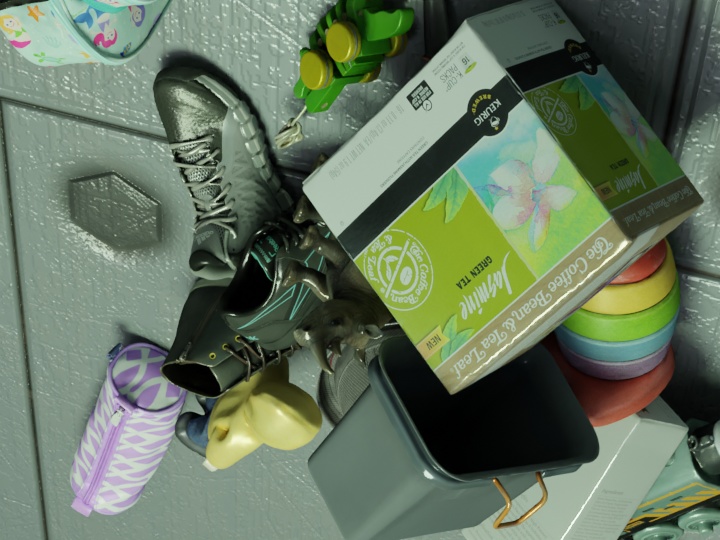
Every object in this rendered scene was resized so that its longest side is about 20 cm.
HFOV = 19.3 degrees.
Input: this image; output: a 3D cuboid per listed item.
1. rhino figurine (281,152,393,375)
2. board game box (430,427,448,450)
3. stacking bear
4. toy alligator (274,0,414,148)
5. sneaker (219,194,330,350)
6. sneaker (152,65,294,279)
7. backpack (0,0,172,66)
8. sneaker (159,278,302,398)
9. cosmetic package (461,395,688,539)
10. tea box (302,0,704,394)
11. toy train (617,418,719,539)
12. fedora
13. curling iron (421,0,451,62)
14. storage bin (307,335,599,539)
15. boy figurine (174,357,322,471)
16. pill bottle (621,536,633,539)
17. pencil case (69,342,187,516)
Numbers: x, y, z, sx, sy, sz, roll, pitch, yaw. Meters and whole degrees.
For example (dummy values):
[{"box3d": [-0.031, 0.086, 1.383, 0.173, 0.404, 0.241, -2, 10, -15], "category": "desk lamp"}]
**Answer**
[{"box3d": [-0.010, 0.002, 1.600, 0.087, 0.201, 0.060, 21, 134, -13], "category": "rhino figurine"}, {"box3d": [0.104, 0.118, 1.756, 0.103, 0.019, 0.200, -36, 137, -4], "category": "board game box"}, {"box3d": [0.195, 0.002, 1.659, 0.113, 0.122, 0.201, -18, 133, -15], "category": "stacking bear"}, {"box3d": [-0.023, -0.164, 1.630, 0.200, 0.059, 0.055, -40, 67, 49], "category": "toy alligator"}, {"box3d": [-0.038, -0.022, 1.697, 0.079, 0.075, 0.201, 22, 106, -50], "category": "sneaker"}, {"box3d": [-0.119, -0.062, 1.723, 0.074, 0.116, 0.201, -8, 130, 34], "category": "sneaker"}, {"box3d": [-0.204, -0.249, 1.525, 0.149, 0.178, 0.201, 3, 139, 28], "category": "backpack"}, {"box3d": [-0.073, 0.060, 1.837, 0.198, 0.107, 0.075, -6, 132, 27], "category": "sneaker"}, {"box3d": [0.177, 0.176, 1.770, 0.074, 0.102, 0.201, 12, 118, -43], "category": "cosmetic package"}, {"box3d": [0.102, -0.055, 1.543, 0.197, 0.133, 0.200, 53, 125, 9], "category": "tea box"}, {"box3d": [0.267, 0.179, 1.808, 0.113, 0.086, 0.199, 16, 148, -40], "category": "toy train"}, {"box3d": [0.053, 0.129, 1.827, 0.175, 0.091, 0.200, -20, 132, 16], "category": "fedora"}, {"box3d": [0.051, -0.160, 1.615, 0.049, 0.026, 0.201, 11, 137, 9], "category": "curling iron"}, {"box3d": [0.067, 0.144, 1.620, 0.134, 0.199, 0.146, -47, 62, 35], "category": "storage bin"}, {"box3d": [-0.096, 0.123, 1.897, 0.064, 0.125, 0.199, 38, 157, -20], "category": "boy figurine"}, {"box3d": [0.201, 0.278, 1.937, 0.200, 0.117, 0.116, 41, 135, -20], "category": "pill bottle"}, {"box3d": [-0.222, 0.154, 2.016, 0.083, 0.086, 0.201, 28, 139, 3], "category": "pencil case"}]
